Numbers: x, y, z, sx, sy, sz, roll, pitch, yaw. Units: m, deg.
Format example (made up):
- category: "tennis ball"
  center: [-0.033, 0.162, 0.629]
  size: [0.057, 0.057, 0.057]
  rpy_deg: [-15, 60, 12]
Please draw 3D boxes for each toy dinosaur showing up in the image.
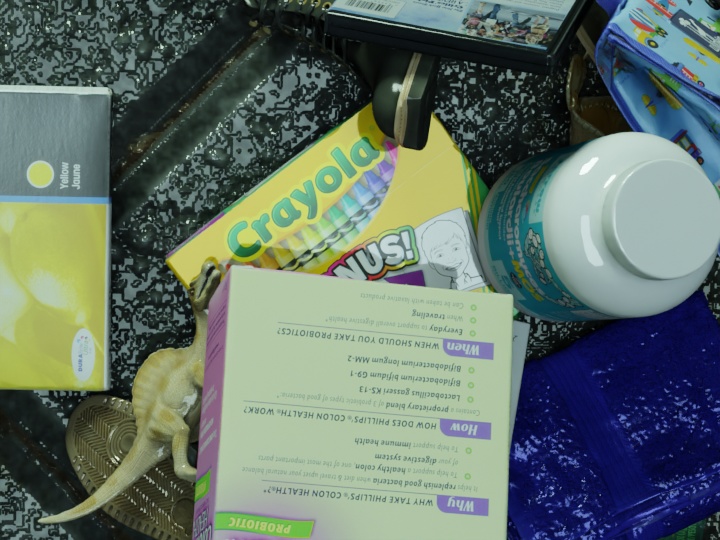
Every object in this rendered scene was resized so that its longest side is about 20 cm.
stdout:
- category: "toy dinosaur"
  center: [-0.116, 0.098, 1.440]
  size: [0.101, 0.058, 0.201]
  rpy_deg: [30, 91, 33]

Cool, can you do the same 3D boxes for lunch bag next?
- category: "lunch bag"
  center: [0.225, -0.111, 1.451]
  size: [0.200, 0.151, 0.094]
  rpy_deg: [45, 122, -2]

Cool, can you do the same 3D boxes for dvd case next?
- category: "dvd case"
  center: [0.074, -0.178, 1.398]
  size: [0.142, 0.200, 0.018]
  rpy_deg: [12, 121, 13]

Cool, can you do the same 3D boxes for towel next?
- category: "towel"
  center: [0.172, 0.110, 1.488]
  size: [0.199, 0.050, 0.148]
  rpy_deg: [-23, 77, -13]

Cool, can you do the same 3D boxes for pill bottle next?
- category: "pill bottle"
  center: [0.150, -0.026, 1.378]
  size: [0.110, 0.200, 0.112]
  rpy_deg: [1, 87, -15]

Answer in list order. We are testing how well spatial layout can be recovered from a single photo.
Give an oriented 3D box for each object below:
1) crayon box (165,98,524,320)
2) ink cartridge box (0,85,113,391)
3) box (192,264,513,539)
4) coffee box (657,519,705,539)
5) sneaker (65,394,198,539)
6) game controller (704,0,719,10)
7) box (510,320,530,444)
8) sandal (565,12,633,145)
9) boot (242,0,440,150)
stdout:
- category: "crayon box"
  center: [0.000, 0.000, 1.489]
  size: [0.200, 0.058, 0.173]
  rpy_deg: [-37, 98, -1]
- category: "ink cartridge box"
  center: [-0.262, -0.022, 1.472]
  size: [0.198, 0.047, 0.199]
  rpy_deg: [0, 96, -8]
- category: "box"
  center: [-0.006, 0.112, 1.349]
  size: [0.175, 0.097, 0.201]
  rpy_deg: [5, 75, -11]
- category: "coffee box"
  center: [0.131, 0.189, 1.527]
  size: [0.198, 0.044, 0.124]
  rpy_deg: [5, 95, -6]
- category: "sneaker"
  center: [-0.101, 0.153, 1.500]
  size: [0.199, 0.112, 0.071]
  rpy_deg: [34, 95, 23]
- category: "game controller"
  center: [0.304, -0.130, 1.460]
  size: [0.200, 0.104, 0.042]
  rpy_deg: [46, 106, 13]
- category: "box"
  center: [0.022, 0.115, 1.422]
  size: [0.143, 0.036, 0.201]
  rpy_deg: [13, 73, -9]
- category: "sandal"
  center: [0.173, -0.080, 1.492]
  size: [0.069, 0.078, 0.212]
  rpy_deg: [-35, 108, 19]
- category: "boot"
  center: [-0.017, -0.144, 1.417]
  size: [0.137, 0.200, 0.078]
  rpy_deg: [9, 119, -2]
